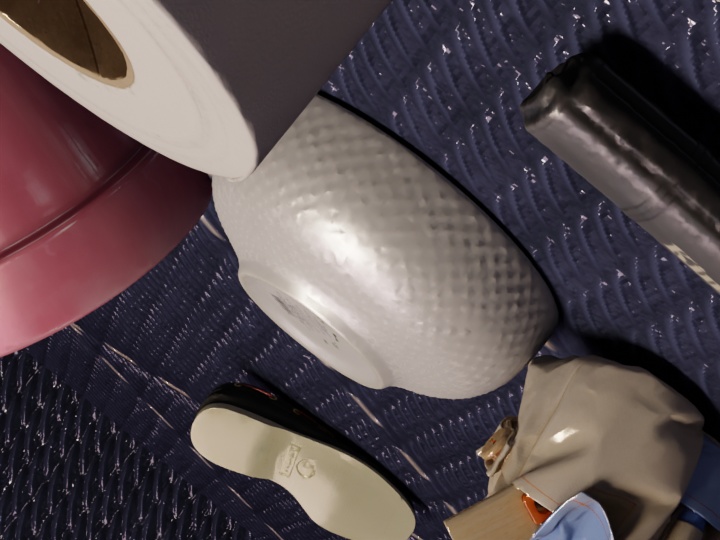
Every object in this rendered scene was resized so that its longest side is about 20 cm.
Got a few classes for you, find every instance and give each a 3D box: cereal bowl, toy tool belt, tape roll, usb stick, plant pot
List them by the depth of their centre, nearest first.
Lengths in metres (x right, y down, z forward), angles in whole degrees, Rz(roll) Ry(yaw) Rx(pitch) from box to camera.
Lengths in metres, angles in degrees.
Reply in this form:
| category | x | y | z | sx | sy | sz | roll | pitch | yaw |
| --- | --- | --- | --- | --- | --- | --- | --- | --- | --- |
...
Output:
| category | x | y | z | sx | sy | sz | roll | pitch | yaw |
| --- | --- | --- | --- | --- | --- | --- | --- | --- | --- |
| tape roll | -0.070 | -0.145 | 0.755 | 0.202 | 0.139 | 0.203 | 37 | 167 | 10 |
| usb stick | 0.141 | -0.005 | 0.860 | 0.200 | 0.033 | 0.055 | 40 | 167 | -7 |
| toy tool belt | 0.140 | 0.140 | 1.176 | 0.200 | 0.123 | 0.125 | 39 | 165 | -18 |
| cereal bowl | 0.000 | 0.000 | 1.204 | 0.200 | 0.083 | 0.200 | 36 | 168 | 9 |
| plant pot | -0.211 | -0.072 | 1.349 | 0.180 | 0.200 | 0.200 | 60 | 161 | -18 |

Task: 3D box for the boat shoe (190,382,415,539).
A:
| category | x | y | z | sx | sy | sz | roll | pitch | yaw |
| --- | --- | --- | --- | --- | --- | --- | --- | --- | --- |
| boat shoe | -0.041 | 0.155 | 1.933 | 0.201 | 0.074 | 0.063 | 28 | -153 | -1 |
